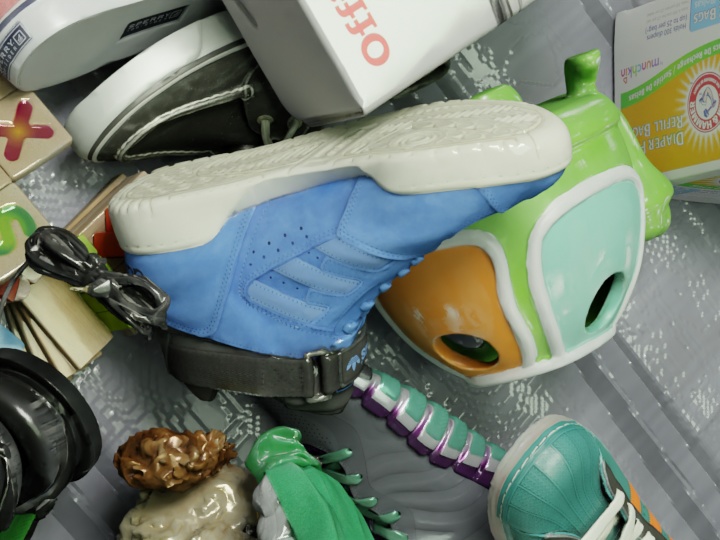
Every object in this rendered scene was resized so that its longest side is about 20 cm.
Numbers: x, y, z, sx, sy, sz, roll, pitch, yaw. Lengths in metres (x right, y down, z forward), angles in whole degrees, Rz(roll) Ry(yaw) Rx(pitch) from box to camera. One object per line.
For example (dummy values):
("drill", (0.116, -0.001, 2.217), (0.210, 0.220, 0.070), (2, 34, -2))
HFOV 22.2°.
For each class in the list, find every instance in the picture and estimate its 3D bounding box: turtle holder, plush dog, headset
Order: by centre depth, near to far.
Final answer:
("headset", (-0.142, 0.078, 0.731), (0.093, 0.123, 0.201), (26, 110, 15))
("plush dog", (-0.074, 0.165, 0.798), (0.201, 0.160, 0.172), (57, 44, -28))
("turtle holder", (0.072, -0.023, 0.891), (0.185, 0.140, 0.133), (-35, 106, -72))

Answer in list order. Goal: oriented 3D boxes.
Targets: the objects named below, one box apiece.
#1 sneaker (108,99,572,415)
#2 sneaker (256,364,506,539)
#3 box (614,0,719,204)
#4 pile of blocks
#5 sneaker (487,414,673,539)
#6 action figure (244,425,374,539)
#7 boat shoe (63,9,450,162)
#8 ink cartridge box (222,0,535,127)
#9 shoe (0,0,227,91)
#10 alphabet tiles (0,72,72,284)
("sneaker", (0.000, 0.000, 0.777), (0.198, 0.077, 0.112), (-12, 109, 12))
("sneaker", (0.014, 0.105, 0.872), (0.199, 0.074, 0.088), (31, 76, -23))
("box", (0.248, -0.090, 0.996), (0.198, 0.112, 0.102), (4, 83, -27))
("pile of blocks", (-0.152, 0.015, 0.794), (0.199, 0.062, 0.083), (-19, 94, -28))
("sneaker", (0.125, 0.141, 0.872), (0.071, 0.080, 0.200), (-48, 139, -13))
("action figure", (-0.007, 0.145, 0.733), (0.118, 0.054, 0.201), (42, 20, -49))
("boat shoe", (-0.041, -0.085, 0.852), (0.199, 0.071, 0.064), (-26, 78, -30))
("ink cartridge box", (0.029, -0.174, 0.789), (0.199, 0.084, 0.145), (-35, 102, -16))
("shoe", (-0.102, -0.150, 0.833), (0.199, 0.071, 0.091), (-25, 75, -43))
("alphabet tiles", (-0.226, -0.037, 0.753), (0.200, 0.006, 0.167), (-37, 80, -25))
